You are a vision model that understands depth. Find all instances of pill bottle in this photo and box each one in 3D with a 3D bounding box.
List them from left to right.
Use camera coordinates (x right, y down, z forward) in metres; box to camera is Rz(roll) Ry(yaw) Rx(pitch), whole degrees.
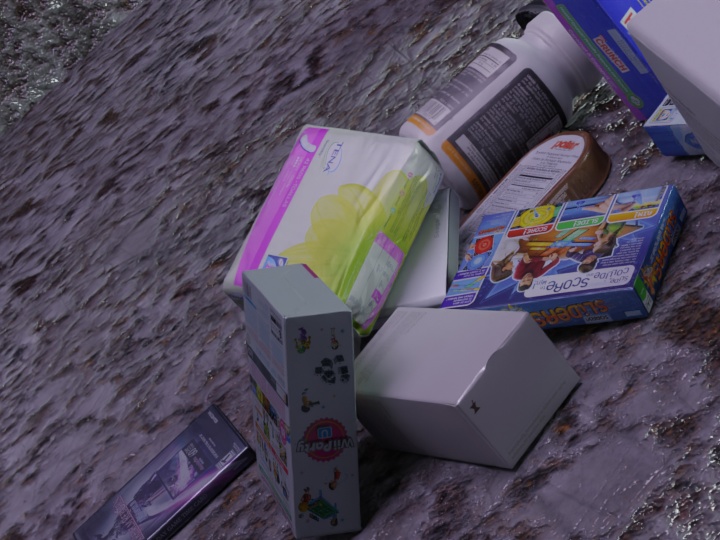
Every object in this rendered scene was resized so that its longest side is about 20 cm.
[{"bbox_3d":[0.146,-0.167,1.918,0.200,0.116,0.116,-42,23,-5],"label":"pill bottle"}]

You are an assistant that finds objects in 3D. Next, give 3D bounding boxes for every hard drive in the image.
[{"bbox_3d":[0.000,0.000,1.806,0.199,0.026,0.132,-14,54,25],"label":"hard drive"}]

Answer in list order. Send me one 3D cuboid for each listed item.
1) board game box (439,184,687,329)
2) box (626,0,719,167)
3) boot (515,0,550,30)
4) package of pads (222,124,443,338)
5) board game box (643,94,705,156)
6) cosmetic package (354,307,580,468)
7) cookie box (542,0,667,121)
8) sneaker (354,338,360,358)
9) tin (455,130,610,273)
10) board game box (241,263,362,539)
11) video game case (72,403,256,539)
[{"bbox_3d":[0.176,-0.006,1.637,0.199,0.035,0.136,-8,38,37],"label":"board game box"},{"bbox_3d":[0.358,-0.161,1.447,0.200,0.171,0.199,-40,38,3],"label":"box"},{"bbox_3d":[0.284,-0.332,2.061,0.200,0.066,0.165,-51,33,-16],"label":"boot"},{"bbox_3d":[-0.023,-0.041,1.783,0.154,0.068,0.201,11,67,37],"label":"package of pads"},{"bbox_3d":[0.383,-0.186,1.672,0.200,0.043,0.199,-50,25,-21],"label":"board game box"},{"bbox_3d":[0.078,0.096,1.586,0.108,0.085,0.200,-49,24,-20],"label":"cosmetic package"},{"bbox_3d":[0.296,-0.275,1.808,0.200,0.171,0.075,-50,22,-23],"label":"cookie box"},{"bbox_3d":[-0.022,0.053,1.857,0.074,0.082,0.201,-18,52,21],"label":"sneaker"},{"bbox_3d":[0.160,-0.059,1.804,0.200,0.042,0.112,-47,28,-14],"label":"tin"},{"bbox_3d":[-0.051,0.111,1.618,0.064,0.201,0.148,-7,18,-15],"label":"board game box"},{"bbox_3d":[-0.200,0.227,1.871,0.200,0.019,0.143,-42,23,-5],"label":"video game case"}]
